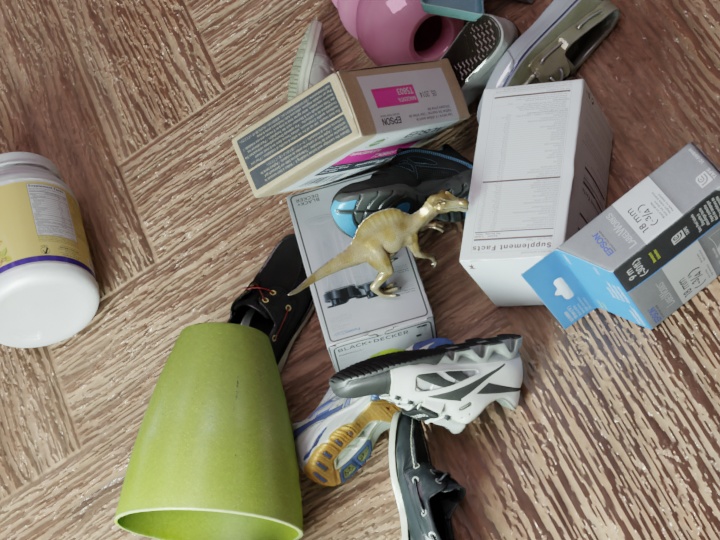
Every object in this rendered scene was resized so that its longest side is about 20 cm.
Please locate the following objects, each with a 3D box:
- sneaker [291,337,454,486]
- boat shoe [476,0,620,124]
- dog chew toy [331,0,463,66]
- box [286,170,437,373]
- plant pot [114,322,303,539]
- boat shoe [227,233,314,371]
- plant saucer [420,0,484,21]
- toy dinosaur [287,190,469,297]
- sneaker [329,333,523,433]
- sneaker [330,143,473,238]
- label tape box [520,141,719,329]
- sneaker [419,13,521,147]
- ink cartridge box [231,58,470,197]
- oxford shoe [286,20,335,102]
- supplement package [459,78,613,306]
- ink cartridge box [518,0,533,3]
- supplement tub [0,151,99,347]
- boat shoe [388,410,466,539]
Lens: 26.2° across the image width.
[{"bbox_3d":[0.008,0.126,1.578,0.200,0.075,0.088,-38,36,-5],"label":"sneaker"},{"bbox_3d":[0.202,-0.226,1.663,0.062,0.072,0.200,33,81,29],"label":"boat shoe"},{"bbox_3d":[0.030,-0.305,1.770,0.125,0.125,0.200,-46,45,-1],"label":"dog chew toy"},{"bbox_3d":[0.000,0.000,1.637,0.116,0.060,0.201,-17,56,-3],"label":"box"},{"bbox_3d":[-0.143,0.161,1.556,0.186,0.187,0.201,-6,68,25],"label":"plant pot"},{"bbox_3d":[-0.102,0.046,1.687,0.073,0.063,0.202,11,69,35],"label":"boat shoe"},{"bbox_3d":[0.098,-0.338,1.703,0.070,0.019,0.201,9,42,-6],"label":"plant saucer"},{"bbox_3d":[0.017,-0.022,1.550,0.199,0.101,0.058,-29,53,-1],"label":"toy dinosaur"},{"bbox_3d":[0.069,0.119,1.499,0.199,0.074,0.089,-7,96,-16],"label":"sneaker"},{"bbox_3d":[0.042,-0.083,1.615,0.082,0.199,0.073,52,135,31],"label":"sneaker"},{"bbox_3d":[0.268,-0.010,1.467,0.200,0.144,0.063,-39,55,5],"label":"label tape box"},{"bbox_3d":[0.105,-0.200,1.713,0.200,0.085,0.073,-41,72,28],"label":"sneaker"},{"bbox_3d":[-0.008,-0.150,1.626,0.164,0.200,0.075,-26,83,39],"label":"ink cartridge box"},{"bbox_3d":[-0.052,-0.206,1.801,0.057,0.075,0.201,11,53,-13],"label":"oxford shoe"},{"bbox_3d":[0.181,-0.076,1.569,0.113,0.110,0.201,-2,64,27],"label":"supplement package"},{"bbox_3d":[0.171,-0.417,1.794,0.160,0.047,0.201,21,78,35],"label":"ink cartridge box"},{"bbox_3d":[-0.396,-0.026,1.829,0.145,0.145,0.201,-29,55,11],"label":"supplement tub"},{"bbox_3d":[0.071,0.227,1.490,0.066,0.075,0.200,-14,59,18],"label":"boat shoe"}]
